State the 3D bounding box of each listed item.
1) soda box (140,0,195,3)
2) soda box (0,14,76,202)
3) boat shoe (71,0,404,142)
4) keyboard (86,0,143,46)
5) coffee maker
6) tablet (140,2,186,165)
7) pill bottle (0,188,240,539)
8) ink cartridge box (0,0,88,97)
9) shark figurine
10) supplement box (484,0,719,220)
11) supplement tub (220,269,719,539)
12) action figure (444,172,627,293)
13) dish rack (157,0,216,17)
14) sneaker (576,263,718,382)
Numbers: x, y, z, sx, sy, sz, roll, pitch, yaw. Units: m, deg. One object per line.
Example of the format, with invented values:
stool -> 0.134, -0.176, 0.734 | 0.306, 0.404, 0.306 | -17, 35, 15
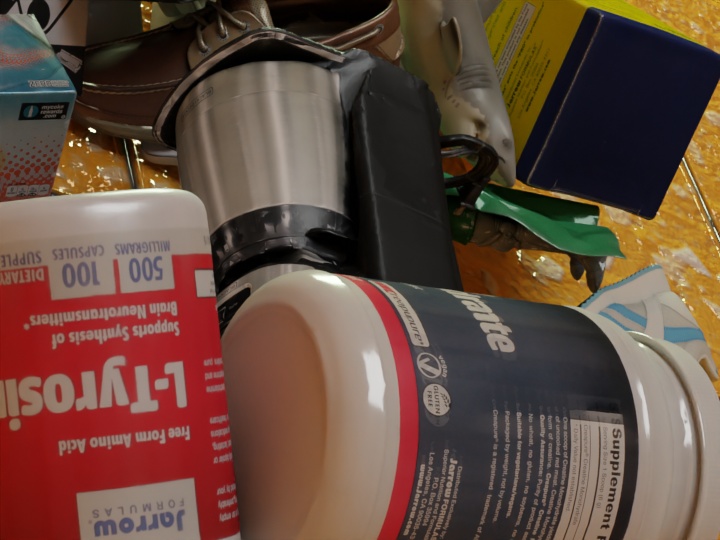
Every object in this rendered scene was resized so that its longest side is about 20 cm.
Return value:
soda box -> -0.076, -0.185, 1.212 | 0.071, 0.064, 0.200 | 6, 15, 24
soda box -> -0.232, -0.069, 0.994 | 0.200, 0.068, 0.064 | -4, 42, -31
boat shoe -> -0.069, -0.121, 1.226 | 0.200, 0.072, 0.076 | -10, 44, -22
keyboard -> -0.183, -0.130, 1.196 | 0.011, 0.056, 0.200 | 8, 12, 36
coffee maker -> 0.000, 0.000, 1.120 | 0.192, 0.135, 0.200 | 3, 55, -17
tablet -> -0.057, -0.120, 1.295 | 0.130, 0.014, 0.200 | 5, 40, -6
pill bottle -> -0.107, 0.072, 0.896 | 0.112, 0.112, 0.201 | -5, 88, -49
ink cartridge box -> -0.215, -0.134, 1.103 | 0.044, 0.094, 0.200 | 9, 7, 36
shark figurine -> 0.060, -0.167, 1.250 | 0.089, 0.215, 0.128 | -27, 46, -26
supplement box -> 0.105, -0.126, 1.369 | 0.109, 0.110, 0.200 | 13, 17, -37
supplement tub -> 0.043, 0.079, 0.965 | 0.200, 0.140, 0.141 | 8, 44, -31
action figure -> 0.043, -0.036, 1.288 | 0.200, 0.055, 0.118 | 17, 5, -10
dish rack -> -0.114, -0.252, 1.316 | 0.200, 0.043, 0.172 | -81, 159, -51
sneaker -> 0.141, 0.058, 1.281 | 0.081, 0.076, 0.200 | 55, 37, 8
